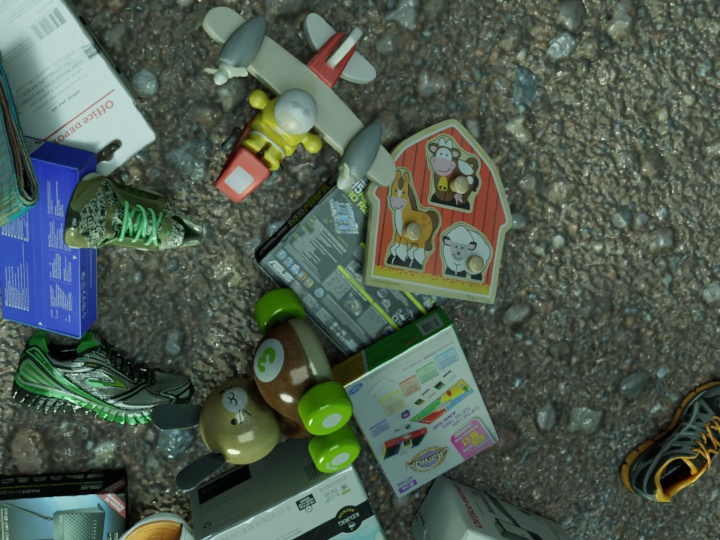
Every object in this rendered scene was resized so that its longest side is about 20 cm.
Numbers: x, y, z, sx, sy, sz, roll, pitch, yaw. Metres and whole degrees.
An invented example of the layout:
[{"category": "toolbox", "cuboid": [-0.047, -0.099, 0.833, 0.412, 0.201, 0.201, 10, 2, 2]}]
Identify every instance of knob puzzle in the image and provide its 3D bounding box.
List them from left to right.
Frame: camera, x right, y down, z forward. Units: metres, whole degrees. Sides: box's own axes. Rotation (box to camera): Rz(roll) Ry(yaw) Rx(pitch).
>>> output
[{"category": "knob puzzle", "cuboid": [0.096, -0.073, 1.138, 0.216, 0.030, 0.225, 0, 90, -26]}]

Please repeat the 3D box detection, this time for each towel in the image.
[{"category": "towel", "cuboid": [-0.365, -0.114, 0.964, 0.021, 0.199, 0.149, -17, 92, -37]}]

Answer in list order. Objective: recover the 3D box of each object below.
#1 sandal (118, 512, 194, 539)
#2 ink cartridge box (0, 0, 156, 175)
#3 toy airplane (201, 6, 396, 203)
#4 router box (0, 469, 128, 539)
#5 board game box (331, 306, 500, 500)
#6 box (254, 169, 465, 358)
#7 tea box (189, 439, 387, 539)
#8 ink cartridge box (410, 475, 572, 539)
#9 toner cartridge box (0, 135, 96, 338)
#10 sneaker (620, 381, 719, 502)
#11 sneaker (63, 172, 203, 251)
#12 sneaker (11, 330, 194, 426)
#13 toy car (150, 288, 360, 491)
[{"category": "sandal", "cuboid": [-0.202, 0.357, 1.165, 0.079, 0.059, 0.208, -38, 131, -8]}, {"category": "ink cartridge box", "cuboid": [-0.309, -0.192, 1.028, 0.115, 0.068, 0.201, -34, 108, 1]}, {"category": "toy airplane", "cuboid": [-0.061, -0.176, 1.048, 0.196, 0.141, 0.203, -5, 101, -8]}, {"category": "router box", "cuboid": [-0.343, 0.336, 1.159, 0.147, 0.062, 0.204, -1, 104, -11]}, {"category": "board game box", "cuboid": [0.068, 0.162, 1.188, 0.151, 0.040, 0.202, -28, 124, -5]}, {"category": "box", "cuboid": [0.000, 0.000, 1.159, 0.160, 0.044, 0.200, -44, 109, 1]}, {"category": "tea box", "cuboid": [-0.072, 0.323, 1.178, 0.197, 0.134, 0.199, -26, 109, -5]}, {"category": "ink cartridge box", "cuboid": [0.176, 0.349, 1.232, 0.197, 0.146, 0.085, 25, 99, -17]}, {"category": "toner cartridge box", "cuboid": [-0.323, -0.033, 1.034, 0.093, 0.043, 0.203, 14, 121, 8]}, {"category": "sneaker", "cuboid": [0.432, 0.227, 1.294, 0.200, 0.077, 0.078, -45, 107, 0]}, {"category": "sneaker", "cuboid": [-0.222, -0.052, 1.012, 0.087, 0.200, 0.078, 13, 97, 18]}, {"category": "sneaker", "cuboid": [-0.281, 0.118, 1.109, 0.196, 0.078, 0.087, 10, 101, -14]}, {"category": "toy car", "cuboid": [-0.123, 0.148, 1.077, 0.197, 0.165, 0.159, -23, 142, -11]}]
